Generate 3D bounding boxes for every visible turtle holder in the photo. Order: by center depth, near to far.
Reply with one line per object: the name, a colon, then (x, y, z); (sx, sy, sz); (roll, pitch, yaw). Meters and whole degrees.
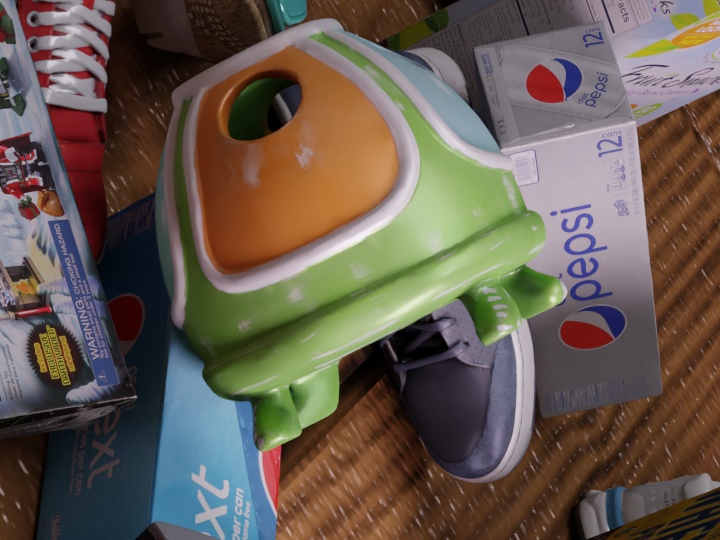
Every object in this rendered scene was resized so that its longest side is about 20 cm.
turtle holder: (-0.001, -0.023, 0.961); (0.185, 0.141, 0.132); (-25, 88, -57)

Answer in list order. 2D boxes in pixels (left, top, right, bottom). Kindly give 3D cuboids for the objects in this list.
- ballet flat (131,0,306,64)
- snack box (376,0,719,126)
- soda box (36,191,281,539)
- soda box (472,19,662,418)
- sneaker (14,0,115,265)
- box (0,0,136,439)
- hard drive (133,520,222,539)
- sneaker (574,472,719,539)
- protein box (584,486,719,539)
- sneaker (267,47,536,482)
ballet flat: (-0.061, -0.111, 1.079); (0.200, 0.065, 0.071); (-51, 128, -85)
snack box: (0.119, -0.112, 1.265); (0.169, 0.200, 0.068); (-6, 73, -56)
soda box: (-0.074, 0.067, 0.985); (0.068, 0.064, 0.200); (37, 41, -37)
soda box: (0.098, -0.020, 1.203); (0.200, 0.063, 0.068); (77, 1, -50)
sneaker: (-0.111, -0.103, 1.002); (0.071, 0.112, 0.200); (6, 63, -53)
box: (-0.169, -0.034, 0.913); (0.137, 0.040, 0.200); (-8, 75, -43)
hard drive: (-0.039, 0.164, 0.909); (0.200, 0.135, 0.042); (34, 22, -38)
sneaker: (0.198, 0.151, 1.307); (0.200, 0.087, 0.075); (27, 46, -46)
protein box: (0.176, 0.204, 1.125); (0.135, 0.198, 0.200); (-28, 92, -59)
sneaker: (-0.001, 0.000, 1.132); (0.146, 0.077, 0.203); (-3, 76, -51)
